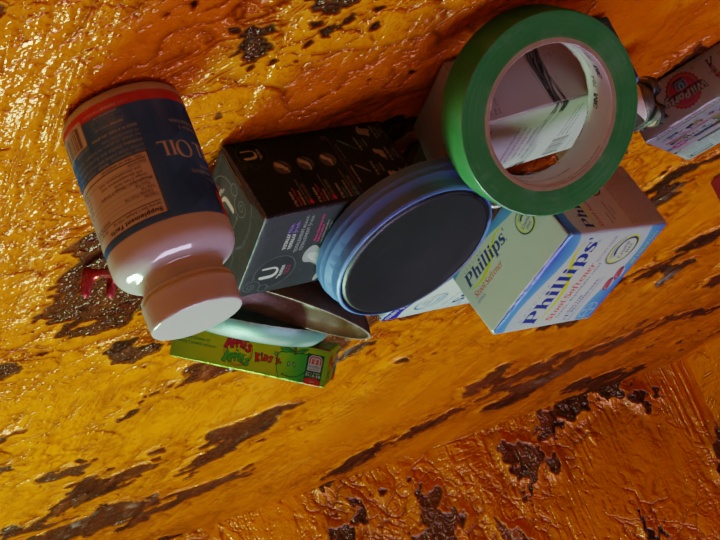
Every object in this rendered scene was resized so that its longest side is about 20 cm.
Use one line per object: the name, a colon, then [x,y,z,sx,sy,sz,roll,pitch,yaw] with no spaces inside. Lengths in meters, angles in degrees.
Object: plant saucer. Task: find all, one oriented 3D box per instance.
plant saucer: [-0.134,0.065,1.706,0.198,0.028,0.200,11,-177,-1]
plant saucer: [-0.079,0.030,1.542,0.198,0.035,0.200,16,169,3]

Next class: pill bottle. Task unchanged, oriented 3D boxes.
pill bottle: [-0.172,-0.048,1.178,0.111,0.202,0.112,-21,165,-6]

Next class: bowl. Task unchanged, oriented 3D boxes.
bowl: [0.050,-0.030,1.432,0.199,0.040,0.201,-26,150,-16]

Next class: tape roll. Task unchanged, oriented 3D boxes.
tape roll: [0.176,-0.156,1.357,0.199,0.203,0.048,-18,-158,-18]

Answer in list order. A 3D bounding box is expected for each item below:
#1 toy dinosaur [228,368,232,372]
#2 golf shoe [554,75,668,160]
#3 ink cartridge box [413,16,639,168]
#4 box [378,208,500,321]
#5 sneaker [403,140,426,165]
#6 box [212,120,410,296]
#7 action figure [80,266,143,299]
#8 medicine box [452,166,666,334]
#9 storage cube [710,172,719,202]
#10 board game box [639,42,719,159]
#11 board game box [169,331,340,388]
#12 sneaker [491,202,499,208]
toy dinosaur: [-0.146,0.093,1.916,0.135,0.087,0.199,7,164,-43]
golf shoe: [0.267,-0.171,1.621,0.094,0.079,0.200,-15,169,-27]
ink cartridge box: [0.171,-0.176,1.466,0.198,0.087,0.147,-17,163,-18]
box: [0.126,-0.029,1.846,0.199,0.106,0.184,-11,161,-39]
sneaker: [0.013,-0.068,1.551,0.201,0.075,0.070,-62,166,-11]
box: [-0.052,-0.065,1.425,0.198,0.106,0.123,-12,144,-34]
action figure: [-0.206,0.011,1.474,0.198,0.052,0.065,-7,170,33]
medicine box: [0.245,-0.026,1.713,0.199,0.103,0.183,-8,143,-43]
storage cube: [0.707,-0.120,2.241,0.169,0.181,0.200,-15,164,-26]
board game box: [0.442,-0.213,1.777,0.147,0.065,0.199,-31,164,23]
board game box: [-0.132,0.100,1.757,0.198,0.048,0.102,12,-176,6]
sneaker: [0.128,-0.093,1.604,0.200,0.093,0.071,47,65,-81]
